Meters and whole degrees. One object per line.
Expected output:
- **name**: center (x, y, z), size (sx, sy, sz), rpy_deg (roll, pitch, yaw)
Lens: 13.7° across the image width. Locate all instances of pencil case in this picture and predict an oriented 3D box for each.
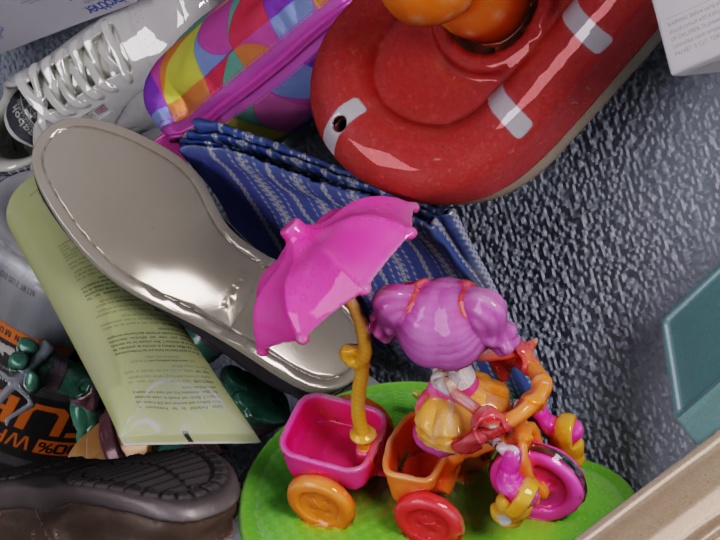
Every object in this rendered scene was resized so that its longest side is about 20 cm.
- **pencil case**: center (-0.032, -0.117, 1.518), size (0.200, 0.088, 0.088), rpy_deg (-38, 68, 47)

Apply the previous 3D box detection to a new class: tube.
- **tube**: center (-0.125, 0.025, 1.527), size (0.200, 0.058, 0.052), rpy_deg (54, 174, 42)

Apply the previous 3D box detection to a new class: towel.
- **towel**: center (0.000, 0.000, 1.487), size (0.200, 0.024, 0.145), rpy_deg (22, 150, 46)

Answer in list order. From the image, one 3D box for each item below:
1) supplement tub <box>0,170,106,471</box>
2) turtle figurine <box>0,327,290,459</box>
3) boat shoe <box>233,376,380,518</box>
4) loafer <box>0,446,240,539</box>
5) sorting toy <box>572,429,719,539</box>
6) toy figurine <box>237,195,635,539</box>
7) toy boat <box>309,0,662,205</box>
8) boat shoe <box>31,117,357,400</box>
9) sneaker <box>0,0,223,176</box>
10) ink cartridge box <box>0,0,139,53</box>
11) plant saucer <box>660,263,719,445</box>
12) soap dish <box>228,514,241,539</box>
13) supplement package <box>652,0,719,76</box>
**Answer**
- **supplement tub**: center (-0.178, 0.054, 1.693), size (0.123, 0.122, 0.200), rpy_deg (44, 128, 37)
- **turtle figurine**: center (-0.131, 0.095, 1.595), size (0.200, 0.101, 0.150), rpy_deg (-39, 71, 23)
- **boat shoe**: center (-0.041, 0.135, 1.591), size (0.072, 0.060, 0.202), rpy_deg (54, 133, 29)
- **loafer**: center (-0.121, 0.129, 1.481), size (0.200, 0.073, 0.071), rpy_deg (-5, 98, 56)
- **sorting toy**: center (0.163, 0.195, 1.338), size (0.185, 0.036, 0.200), rpy_deg (-39, 68, 20)
- **toy figurine**: center (0.025, 0.052, 1.376), size (0.200, 0.150, 0.184), rpy_deg (10, 138, 21)
- **toy boat**: center (0.050, -0.124, 1.346), size (0.200, 0.131, 0.131), rpy_deg (-49, 55, 18)
- **boat shoe**: center (-0.087, 0.000, 1.521), size (0.200, 0.073, 0.063), rpy_deg (36, 159, -2)
- **sneaker**: center (-0.144, -0.103, 1.659), size (0.200, 0.080, 0.076), rpy_deg (-39, 65, 44)
- **ink cartridge box**: center (-0.181, -0.178, 1.684), size (0.200, 0.044, 0.094), rpy_deg (-13, 52, 51)
- **plant saucer**: center (0.192, -0.002, 1.301), size (0.200, 0.019, 0.070), rpy_deg (-48, 36, 44)
- **soap dish**: center (-0.008, 0.177, 1.471), size (0.157, 0.200, 0.081), rpy_deg (39, 165, 38)
- **supplement package**: center (0.181, -0.194, 1.219), size (0.120, 0.121, 0.200), rpy_deg (-22, 80, 50)
